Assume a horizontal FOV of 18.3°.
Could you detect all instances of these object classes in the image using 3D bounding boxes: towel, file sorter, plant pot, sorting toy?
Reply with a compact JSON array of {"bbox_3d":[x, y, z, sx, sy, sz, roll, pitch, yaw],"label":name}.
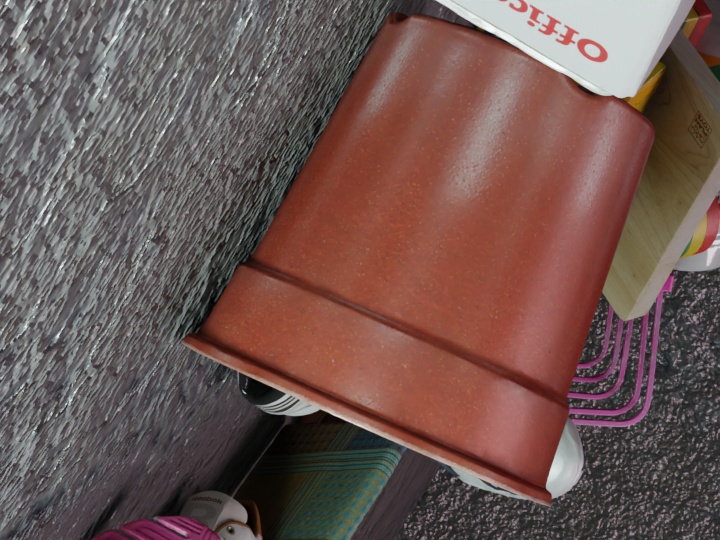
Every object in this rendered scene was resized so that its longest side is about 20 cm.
[{"bbox_3d":[-0.055,0.179,1.494,0.147,0.022,0.200,-6,-140,49],"label":"towel"},{"bbox_3d":[0.151,0.037,1.739,0.200,0.139,0.125,-103,-162,-77],"label":"file sorter"},{"bbox_3d":[0.042,-0.012,1.114,0.201,0.201,0.195,43,71,-82],"label":"plant pot"},{"bbox_3d":[0.194,-0.106,1.543,0.070,0.200,0.199,-13,147,-29],"label":"sorting toy"}]

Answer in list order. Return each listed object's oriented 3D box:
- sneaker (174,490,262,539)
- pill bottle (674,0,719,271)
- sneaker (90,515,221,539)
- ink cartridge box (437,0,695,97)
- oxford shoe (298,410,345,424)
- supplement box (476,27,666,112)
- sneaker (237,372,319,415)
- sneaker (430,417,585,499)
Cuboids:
[{"bbox_3d":[-0.112,0.178,1.340,0.200,0.073,0.085,-18,115,-74],"label":"sneaker"},{"bbox_3d":[0.251,-0.107,1.632,0.116,0.116,0.200,-48,153,-51],"label":"pill bottle"},{"bbox_3d":[-0.147,0.214,1.190,0.200,0.081,0.088,-47,170,-17],"label":"sneaker"},{"bbox_3d":[0.080,-0.177,0.828,0.083,0.147,0.200,-56,173,-29],"label":"ink cartridge box"},{"bbox_3d":[0.033,0.082,1.669,0.073,0.071,0.200,2,-131,51],"label":"oxford shoe"},{"bbox_3d":[0.096,-0.067,1.445,0.200,0.109,0.110,-62,171,22],"label":"supplement box"},{"bbox_3d":[0.000,0.000,1.248,0.201,0.076,0.115,-56,174,5],"label":"sneaker"},{"bbox_3d":[0.044,0.079,1.413,0.079,0.199,0.130,-53,161,8],"label":"sneaker"}]
